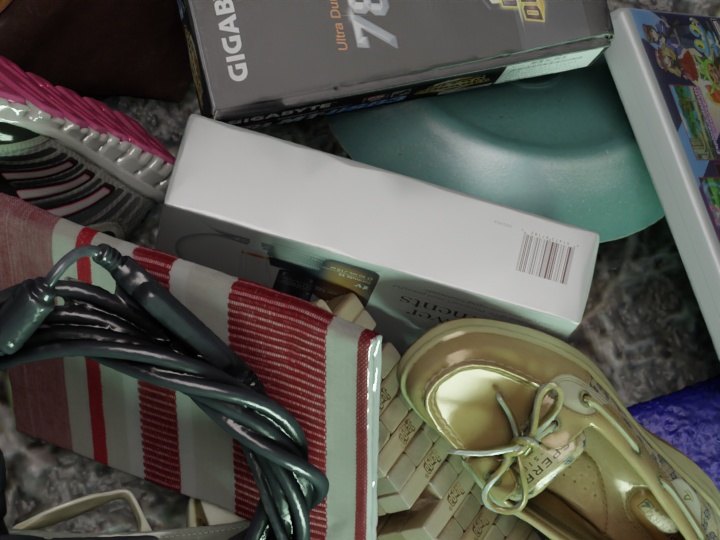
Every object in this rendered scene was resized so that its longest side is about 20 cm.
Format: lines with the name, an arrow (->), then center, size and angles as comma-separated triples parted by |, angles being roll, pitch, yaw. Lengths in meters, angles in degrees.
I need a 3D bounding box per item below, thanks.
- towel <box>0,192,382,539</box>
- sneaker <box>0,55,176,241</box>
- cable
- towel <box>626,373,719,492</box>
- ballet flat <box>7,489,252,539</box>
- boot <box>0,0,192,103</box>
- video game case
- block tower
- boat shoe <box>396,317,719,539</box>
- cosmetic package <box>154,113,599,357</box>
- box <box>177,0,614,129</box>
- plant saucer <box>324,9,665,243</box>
towel -> -0.080, 0.049, 1.063 | 0.199, 0.144, 0.023 | 19, 44, 20
sneaker -> -0.166, -0.047, 1.097 | 0.074, 0.200, 0.088 | 38, 99, 33
cable -> -0.110, 0.092, 1.021 | 0.163, 0.051, 0.200 | -41, 114, 12
towel -> 0.208, 0.145, 1.156 | 0.147, 0.050, 0.201 | -19, 78, -14
ballet flat -> -0.092, 0.134, 1.109 | 0.199, 0.067, 0.064 | -5, 64, -10
boot -> -0.162, -0.098, 1.149 | 0.166, 0.072, 0.201 | 11, 115, -33
video game case -> 0.205, -0.035, 1.162 | 0.182, 0.023, 0.201 | -3, 71, -52
block tower -> 0.019, 0.100, 1.093 | 0.200, 0.058, 0.054 | 54, 51, -17
boat shoe -> 0.102, 0.091, 1.066 | 0.200, 0.063, 0.073 | 33, 115, -25
cosmetic package -> 0.000, 0.000, 1.113 | 0.199, 0.151, 0.052 | 16, 72, -3
box -> 0.002, -0.179, 1.101 | 0.198, 0.050, 0.201 | -10, 81, -11
plant saucer -> 0.079, -0.094, 1.160 | 0.199, 0.036, 0.200 | 9, 43, -8
